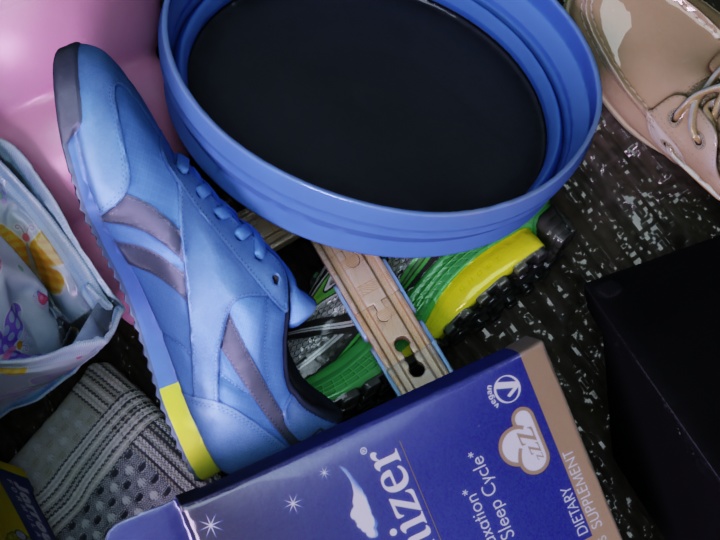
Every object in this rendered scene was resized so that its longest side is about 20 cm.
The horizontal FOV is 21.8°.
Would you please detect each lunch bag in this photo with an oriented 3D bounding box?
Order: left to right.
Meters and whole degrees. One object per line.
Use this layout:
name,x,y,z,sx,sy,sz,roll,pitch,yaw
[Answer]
lunch bag,-0.226,0.005,0.815,0.200,0.169,0.127,31,52,-25

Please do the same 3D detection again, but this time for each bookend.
bookend,0.187,0.123,0.829,0.092,0.199,0.200,-19,130,-9

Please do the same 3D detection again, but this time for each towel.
towel,-0.134,0.162,0.843,0.200,0.035,0.193,-47,57,-2

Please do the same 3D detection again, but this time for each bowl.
bowl,0.007,-0.086,0.836,0.200,0.039,0.201,8,48,-9

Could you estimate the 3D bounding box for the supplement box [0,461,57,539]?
supplement box,-0.223,0.177,0.796,0.200,0.109,0.109,-45,54,10

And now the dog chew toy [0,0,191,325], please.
dog chew toy,-0.134,-0.070,0.861,0.124,0.125,0.201,-23,95,1

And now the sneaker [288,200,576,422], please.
sneaker,0.000,0.017,0.876,0.200,0.078,0.085,-38,76,-6

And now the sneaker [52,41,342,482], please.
sneaker,-0.067,-0.009,0.788,0.078,0.066,0.201,-19,105,7

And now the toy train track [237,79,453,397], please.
toy train track,0.000,0.000,0.823,0.114,0.033,0.200,-30,76,-4

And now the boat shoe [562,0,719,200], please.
boat shoe,0.176,-0.071,0.869,0.200,0.065,0.071,45,90,4

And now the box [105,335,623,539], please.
box,0.007,0.123,0.779,0.199,0.032,0.121,-24,97,-8
